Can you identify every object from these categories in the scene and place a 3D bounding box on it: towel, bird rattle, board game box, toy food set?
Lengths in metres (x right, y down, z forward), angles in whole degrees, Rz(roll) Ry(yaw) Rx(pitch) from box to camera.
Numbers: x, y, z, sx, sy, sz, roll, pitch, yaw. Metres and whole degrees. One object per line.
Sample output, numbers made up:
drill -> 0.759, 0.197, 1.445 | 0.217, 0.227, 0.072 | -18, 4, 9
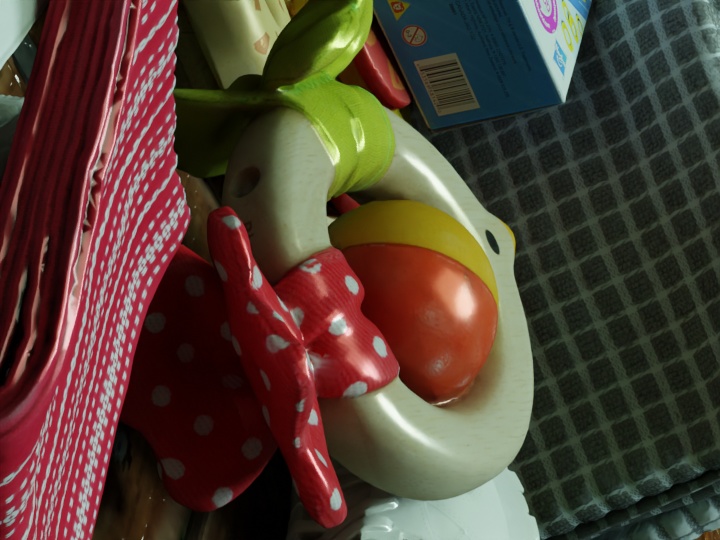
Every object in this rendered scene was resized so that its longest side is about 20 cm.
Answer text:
towel -> 0.096, 0.001, 1.104 | 0.086, 0.165, 0.201 | 30, 37, -61
bird rattle -> 0.000, 0.000, 0.872 | 0.163, 0.113, 0.200 | 36, 30, -35
board game box -> 0.033, -0.190, 1.086 | 0.200, 0.056, 0.196 | 63, 29, -33
towel -> -0.061, 0.007, 0.654 | 0.200, 0.022, 0.145 | 98, 4, -66
toy food set -> -0.032, -0.104, 1.045 | 0.200, 0.048, 0.199 | 51, 25, -45

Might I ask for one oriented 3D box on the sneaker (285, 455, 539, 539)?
sneaker -> 0.006, 0.104, 0.889 | 0.080, 0.076, 0.201 | 38, 33, -43

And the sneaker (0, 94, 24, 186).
sneaker -> -0.111, 0.012, 0.672 | 0.200, 0.077, 0.082 | -60, 154, -68

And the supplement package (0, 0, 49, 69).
supplement package -> -0.158, -0.107, 0.549 | 0.201, 0.117, 0.117 | 64, 18, -18
